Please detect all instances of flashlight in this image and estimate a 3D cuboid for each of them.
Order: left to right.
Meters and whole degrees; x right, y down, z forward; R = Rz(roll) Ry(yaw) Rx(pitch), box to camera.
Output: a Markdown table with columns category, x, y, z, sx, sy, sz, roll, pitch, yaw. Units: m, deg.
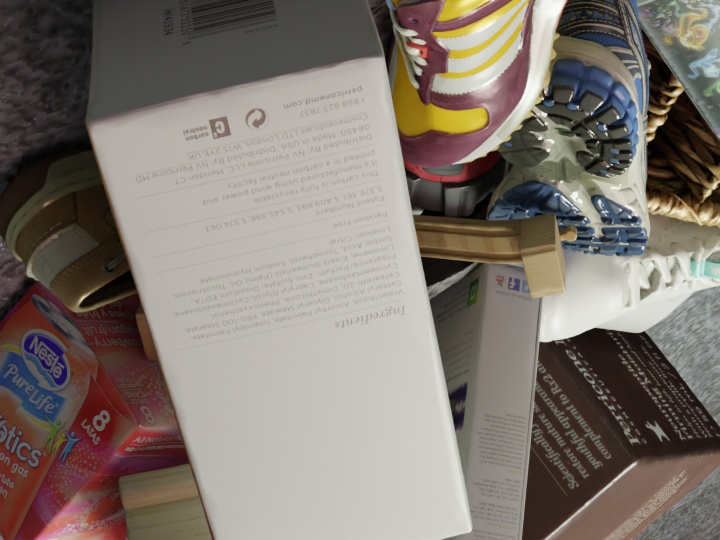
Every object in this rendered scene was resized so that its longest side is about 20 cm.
| category | x | y | z | sx | sy | sz | roll | pitch | yaw |
| --- | --- | --- | --- | --- | --- | --- | --- | --- | --- |
| flashlight | 0.045 | -0.106 | 0.739 | 0.068 | 0.068 | 0.200 | -35 | 153 | -25 |

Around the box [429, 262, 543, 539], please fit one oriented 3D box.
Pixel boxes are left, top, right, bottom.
| category | x | y | z | sx | sy | sz | roll | pitch | yaw |
| --- | --- | --- | --- | --- | --- | --- | --- | --- | --- |
| box | 0.042 | 0.109 | 0.826 | 0.036 | 0.200 | 0.144 | 13 | 163 | -15 |

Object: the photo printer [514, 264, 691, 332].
| category | x | y | z | sx | sy | sz | roll | pitch | yaw |
| --- | --- | --- | --- | --- | --- | --- | --- | --- | --- |
| photo printer | 0.182 | -0.034 | 1.057 | 0.166 | 0.069 | 0.200 | -47 | 155 | 20 |

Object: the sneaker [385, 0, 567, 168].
| category | x | y | z | sx | sy | sz | roll | pitch | yaw |
| --- | --- | --- | --- | --- | --- | --- | --- | --- | --- |
| sneaker | 0.030 | -0.103 | 0.582 | 0.090 | 0.075 | 0.200 | -13 | 152 | -29 |

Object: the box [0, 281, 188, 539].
| category | x | y | z | sx | sy | sz | roll | pitch | yaw |
| --- | --- | --- | --- | --- | --- | --- | --- | --- | --- |
| box | -0.098 | 0.070 | 0.824 | 0.103 | 0.095 | 0.200 | -46 | 156 | 21 |

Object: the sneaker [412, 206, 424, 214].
| category | x | y | z | sx | sy | sz | roll | pitch | yaw |
| --- | --- | --- | --- | --- | --- | --- | --- | --- | --- |
| sneaker | -0.004 | 0.011 | 0.863 | 0.200 | 0.082 | 0.074 | -11 | 148 | -46 |

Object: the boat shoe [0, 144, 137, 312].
| category | x | y | z | sx | sy | sz | roll | pitch | yaw |
| --- | --- | --- | --- | --- | --- | --- | --- | --- | --- |
| boat shoe | -0.060 | -0.021 | 0.727 | 0.200 | 0.076 | 0.072 | -19 | 152 | -37 |

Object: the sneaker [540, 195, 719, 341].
| category | x | y | z | sx | sy | sz | roll | pitch | yaw |
| --- | --- | --- | --- | --- | --- | --- | --- | --- | --- |
| sneaker | 0.165 | -0.012 | 0.875 | 0.200 | 0.088 | 0.075 | -30 | 134 | -40 |

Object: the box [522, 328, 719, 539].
| category | x | y | z | sx | sy | sz | roll | pitch | yaw |
| --- | --- | --- | --- | --- | --- | --- | --- | --- | --- |
| box | 0.122 | 0.115 | 1.135 | 0.164 | 0.166 | 0.200 | -44 | 157 | 21 |

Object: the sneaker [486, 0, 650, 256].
| category | x | y | z | sx | sy | sz | roll | pitch | yaw |
| --- | --- | --- | --- | --- | --- | --- | --- | --- | --- |
| sneaker | 0.102 | -0.067 | 0.732 | 0.200 | 0.077 | 0.085 | 82 | 22 | -70 |

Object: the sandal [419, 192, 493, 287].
| category | x | y | z | sx | sy | sz | roll | pitch | yaw |
| --- | --- | --- | --- | --- | --- | --- | --- | --- | --- |
| sandal | 0.074 | -0.027 | 0.875 | 0.075 | 0.048 | 0.200 | -16 | -164 | 41 |

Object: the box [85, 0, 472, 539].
| category | x | y | z | sx | sy | sz | roll | pitch | yaw |
| --- | --- | --- | --- | --- | --- | --- | --- | --- | --- |
| box | -0.029 | -0.005 | 0.606 | 0.097 | 0.124 | 0.200 | -13 | 121 | -1 |

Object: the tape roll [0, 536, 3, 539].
| category | x | y | z | sx | sy | sz | roll | pitch | yaw |
| --- | --- | --- | --- | --- | --- | --- | --- | --- | --- |
| tape roll | -0.177 | 0.180 | 1.001 | 0.203 | 0.037 | 0.203 | -31 | 157 | -14 |

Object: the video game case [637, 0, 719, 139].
| category | x | y | z | sx | sy | sz | roll | pitch | yaw |
| --- | --- | --- | --- | --- | --- | --- | --- | --- | --- |
| video game case | 0.203 | -0.147 | 0.673 | 0.200 | 0.023 | 0.182 | -22 | 136 | 26 |

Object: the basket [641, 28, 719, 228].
| category | x | y | z | sx | sy | sz | roll | pitch | yaw |
| --- | --- | --- | --- | --- | --- | --- | --- | --- | --- |
| basket | 0.168 | -0.114 | 0.783 | 0.143 | 0.149 | 0.200 | -18 | 152 | -37 |

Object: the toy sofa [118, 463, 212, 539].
| category | x | y | z | sx | sy | sz | roll | pitch | yaw |
| --- | --- | --- | --- | --- | --- | --- | --- | --- | --- |
| toy sofa | -0.058 | 0.135 | 0.798 | 0.083 | 0.098 | 0.200 | -11 | 157 | -1 |

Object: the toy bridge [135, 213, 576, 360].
| category | x | y | z | sx | sy | sz | roll | pitch | yaw |
| --- | --- | --- | --- | --- | --- | --- | --- | --- | --- |
| toy bridge | 0.000 | 0.000 | 0.749 | 0.200 | 0.067 | 0.027 | -10 | 117 | 11 |
